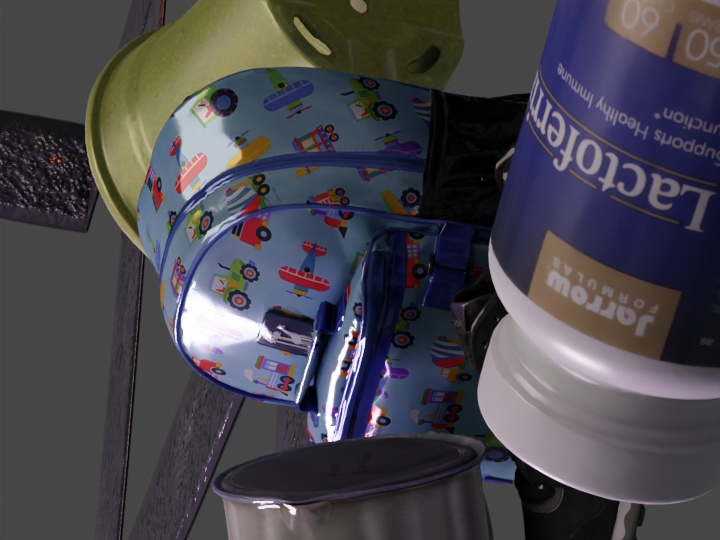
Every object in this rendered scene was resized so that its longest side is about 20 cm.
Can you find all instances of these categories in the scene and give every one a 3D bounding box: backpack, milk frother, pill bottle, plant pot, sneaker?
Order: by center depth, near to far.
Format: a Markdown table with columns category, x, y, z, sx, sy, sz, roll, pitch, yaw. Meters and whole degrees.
| category | x | y | z | sx | sy | sz | roll | pitch | yaw |
| --- | --- | --- | --- | --- | --- | --- | --- | --- | --- |
| pill bottle | 0.108 | -0.029 | 0.894 | 0.116 | 0.115 | 0.201 | -100 | 21 | -59 |
| sneaker | 0.073 | 0.042 | 1.081 | 0.076 | 0.087 | 0.201 | -155 | 74 | -78 |
| milk frother | -0.032 | 0.172 | 1.140 | 0.181 | 0.199 | 0.189 | -60 | -37 | -83 |
| backpack | 0.000 | 0.000 | 1.196 | 0.183 | 0.199 | 0.135 | 113 | 162 | -48 |
| plant pot | -0.035 | -0.109 | 1.561 | 0.184 | 0.200 | 0.201 | -47 | 33 | 49 |
